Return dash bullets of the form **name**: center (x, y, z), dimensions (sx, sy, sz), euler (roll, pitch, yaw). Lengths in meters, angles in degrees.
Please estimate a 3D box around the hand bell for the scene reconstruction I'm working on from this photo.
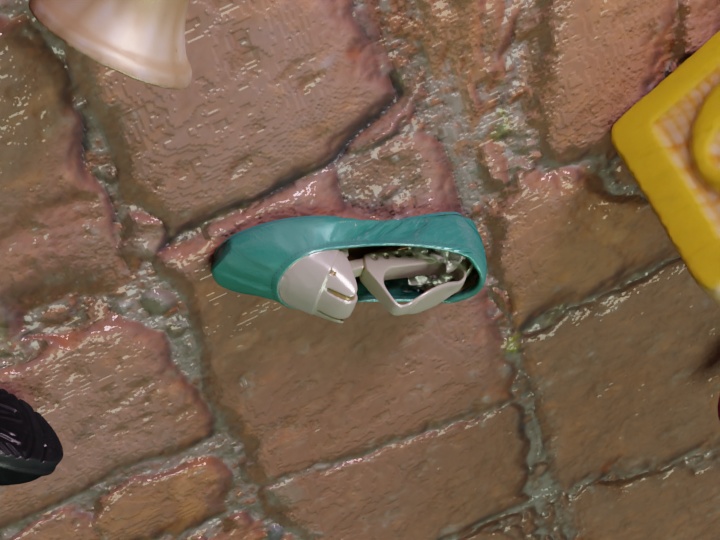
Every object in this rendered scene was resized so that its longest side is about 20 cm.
- **hand bell**: center (-0.098, -0.214, 1.309), dimensions (0.104, 0.104, 0.201), euler (15, 111, -39)

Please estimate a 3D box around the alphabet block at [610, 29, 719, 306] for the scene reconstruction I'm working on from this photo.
- **alphabet block**: center (0.322, -0.054, 1.589), dimensions (0.195, 0.197, 0.200), euler (-43, 129, 14)

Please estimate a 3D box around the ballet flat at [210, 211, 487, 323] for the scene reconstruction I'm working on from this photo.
- **ballet flat**: center (0.000, 0.000, 1.576), dimensions (0.199, 0.071, 0.068), euler (-6, 135, -24)

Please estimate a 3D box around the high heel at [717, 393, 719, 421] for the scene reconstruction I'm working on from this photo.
- **high heel**: center (0.321, 0.037, 1.789), dimensions (0.096, 0.067, 0.200), euler (14, 120, -48)

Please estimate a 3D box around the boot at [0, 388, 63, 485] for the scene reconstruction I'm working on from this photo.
- **boot**: center (-0.319, 0.145, 1.537), dimensions (0.199, 0.077, 0.169), euler (18, 118, -32)
